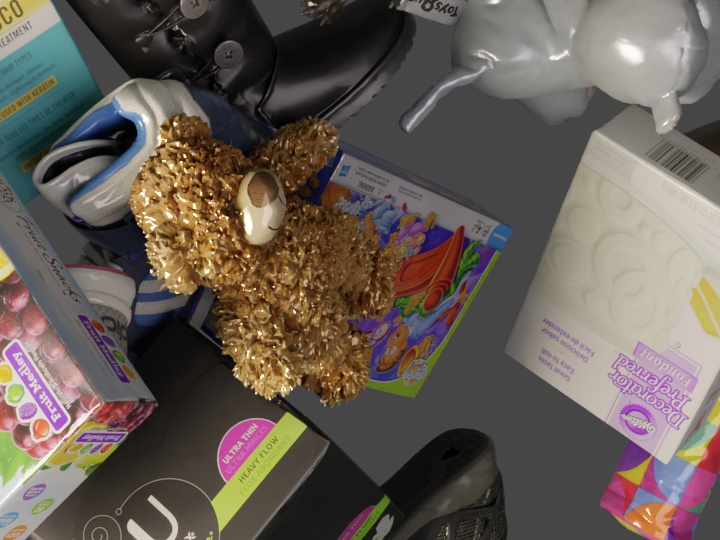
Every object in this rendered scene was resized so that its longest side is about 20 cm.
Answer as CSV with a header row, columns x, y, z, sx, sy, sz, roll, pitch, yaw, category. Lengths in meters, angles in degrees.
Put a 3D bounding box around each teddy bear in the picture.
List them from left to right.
x,y,z,sx,sy,sz,roll,pitch,yaw,category
-0.036,-0.005,0.812,0.145,0.066,0.201,-55,136,-28,teddy bear

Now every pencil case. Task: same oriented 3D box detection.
x,y,z,sx,sy,sz,roll,pitch,yaw,category
0.266,0.119,1.216,0.088,0.088,0.201,26,93,-38,pencil case

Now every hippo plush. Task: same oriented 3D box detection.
x,y,z,sx,sy,sz,roll,pitch,yaw,category
0.143,-0.166,0.943,0.199,0.160,0.161,-9,101,-52,hippo plush

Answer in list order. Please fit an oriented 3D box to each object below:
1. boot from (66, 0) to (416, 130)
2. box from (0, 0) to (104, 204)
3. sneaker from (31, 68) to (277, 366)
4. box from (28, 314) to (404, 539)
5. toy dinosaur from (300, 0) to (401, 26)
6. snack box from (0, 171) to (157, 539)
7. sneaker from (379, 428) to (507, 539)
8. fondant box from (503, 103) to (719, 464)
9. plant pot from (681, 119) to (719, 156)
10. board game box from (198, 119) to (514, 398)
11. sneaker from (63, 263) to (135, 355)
x,y,z,sx,sy,sz,roll,pitch,yaw,category
-0.073,-0.162,0.889,0.165,0.065,0.200,-48,123,-13,boot
-0.208,-0.136,0.808,0.082,0.049,0.201,-37,125,-18,box
-0.139,-0.020,0.847,0.146,0.081,0.200,17,120,-49,sneaker
-0.080,0.145,0.909,0.149,0.124,0.200,-51,156,-8,box
0.005,-0.188,0.864,0.198,0.048,0.089,-6,125,-24,toy dinosaur
-0.209,0.034,0.758,0.142,0.201,0.053,-44,158,16,snack box
0.029,0.210,1.088,0.199,0.076,0.115,-33,117,-27,sneaker
0.195,0.012,1.039,0.058,0.144,0.201,-35,152,-44,fondant box
0.285,-0.036,1.120,0.173,0.200,0.202,-9,114,-13,plant pot
0.000,0.000,0.965,0.199,0.045,0.135,18,105,-53,board game box
-0.194,0.074,0.822,0.199,0.088,0.073,-30,143,29,sneaker
